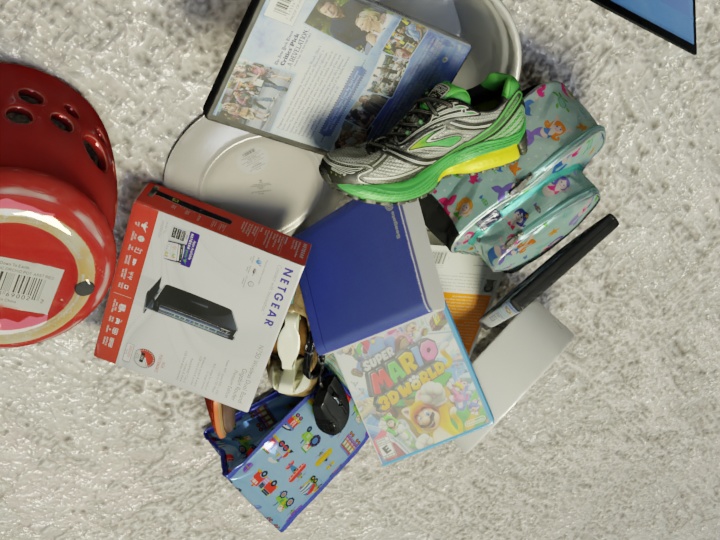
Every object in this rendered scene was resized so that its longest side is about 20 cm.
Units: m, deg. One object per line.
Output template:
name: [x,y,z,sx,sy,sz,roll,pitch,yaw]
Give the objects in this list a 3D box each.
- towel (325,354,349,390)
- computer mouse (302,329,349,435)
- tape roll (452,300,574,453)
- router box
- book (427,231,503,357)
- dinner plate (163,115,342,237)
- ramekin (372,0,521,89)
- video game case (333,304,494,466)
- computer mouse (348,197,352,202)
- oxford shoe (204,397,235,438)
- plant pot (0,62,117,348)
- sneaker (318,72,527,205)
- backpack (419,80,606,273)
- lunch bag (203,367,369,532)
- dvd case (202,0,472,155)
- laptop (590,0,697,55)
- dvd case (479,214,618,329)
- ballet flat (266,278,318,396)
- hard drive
towel: [-0.007,0.055,1.086,0.146,0.022,0.200,-33,124,14]
computer mouse: [-0.036,0.134,1.078,0.034,0.059,0.201,16,146,19]
tape roll: [0.177,0.134,1.153,0.202,0.071,0.203,-44,168,-12]
router box: [-0.167,0.031,0.953,0.178,0.049,0.201,20,119,-4]
book: [0.091,0.045,1.133,0.133,0.048,0.201,4,126,-21]
dinner plate: [-0.103,-0.089,0.950,0.199,0.024,0.201,-12,131,-14]
ramekin: [0.040,-0.199,0.860,0.199,0.105,0.201,-11,131,-13]
video game case: [0.051,0.109,1.052,0.142,0.018,0.201,-22,95,9]
computer mouse: [0.020,-0.041,0.973,0.044,0.202,0.110,-9,-176,26]
oxford shoe: [-0.148,0.119,1.078,0.072,0.071,0.201,-9,131,-21]
plant pot: [-0.306,-0.051,0.790,0.199,0.183,0.201,-12,130,-15]
sneaker: [0.053,-0.120,0.795,0.199,0.078,0.086,-22,129,-17]
backpack: [0.168,-0.096,0.961,0.200,0.151,0.177,-47,165,12]
lunch bag: [-0.075,0.217,1.190,0.199,0.094,0.151,-36,132,-5]
dvd case: [-0.018,-0.164,0.780,0.199,0.018,0.143,13,123,-32]
laptop: [0.284,-0.325,0.805,0.176,0.104,0.200,12,127,-35]
dvd case: [0.206,0.007,1.030,0.142,0.018,0.200,-40,174,-8]
ballet flat: [-0.080,0.094,1.049,0.067,0.073,0.201,7,131,0]
hard drive: [0.000,0.000,0.914,0.025,0.133,0.200,-8,169,-35]
